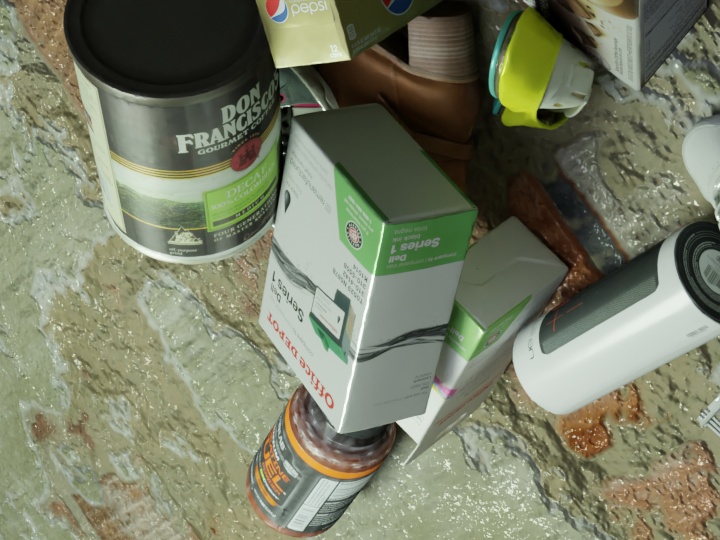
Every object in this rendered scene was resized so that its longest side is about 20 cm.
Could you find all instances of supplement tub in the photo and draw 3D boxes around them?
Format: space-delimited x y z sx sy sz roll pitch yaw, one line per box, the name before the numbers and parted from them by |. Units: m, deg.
supplement tub | -0.032 0.164 1.455 0.107 0.107 0.200 45 139 12

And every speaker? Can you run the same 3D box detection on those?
speaker | 0.201 0.040 1.151 0.081 0.081 0.200 54 141 1

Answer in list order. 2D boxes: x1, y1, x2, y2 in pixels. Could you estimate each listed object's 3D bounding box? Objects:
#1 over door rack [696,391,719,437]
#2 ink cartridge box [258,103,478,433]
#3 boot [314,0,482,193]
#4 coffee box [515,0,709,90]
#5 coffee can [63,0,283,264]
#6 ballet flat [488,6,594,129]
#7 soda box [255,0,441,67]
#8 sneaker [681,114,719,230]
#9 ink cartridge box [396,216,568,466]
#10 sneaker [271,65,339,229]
over door rack | 0.327 0.108 1.068 0.148 0.067 0.200 44 160 14
ink cartridge box | 0.000 0.000 1.160 0.146 0.084 0.201 50 140 41
boot | -0.003 -0.135 1.206 0.199 0.074 0.156 11 119 22
coffee box | 0.151 -0.205 0.948 0.113 0.080 0.200 39 175 17
coffee can | -0.129 -0.120 1.122 0.146 0.146 0.200 37 154 21
ballet flat | 0.126 -0.132 1.055 0.067 0.067 0.200 19 178 6
soda box | 0.014 -0.206 1.067 0.067 0.200 0.064 0 117 37
sneaker | 0.263 -0.032 0.995 0.200 0.099 0.078 53 139 37
ink cartridge box | 0.078 0.062 1.259 0.067 0.117 0.200 43 139 16
sneaker | -0.065 -0.095 1.269 0.200 0.121 0.084 53 166 2
